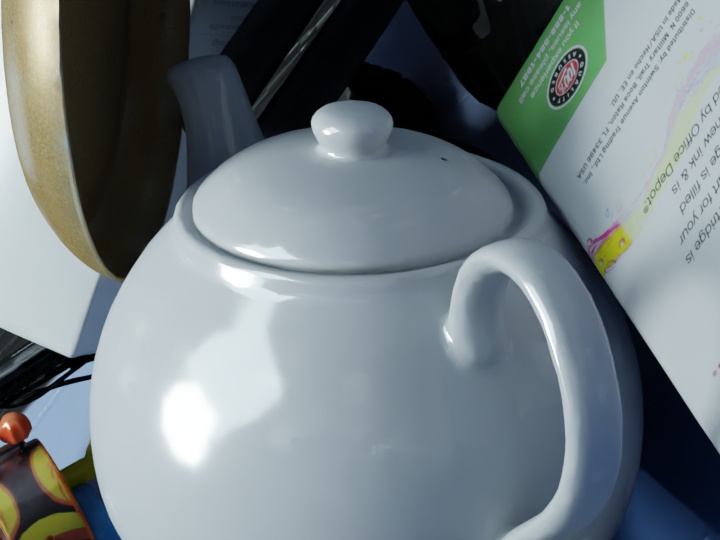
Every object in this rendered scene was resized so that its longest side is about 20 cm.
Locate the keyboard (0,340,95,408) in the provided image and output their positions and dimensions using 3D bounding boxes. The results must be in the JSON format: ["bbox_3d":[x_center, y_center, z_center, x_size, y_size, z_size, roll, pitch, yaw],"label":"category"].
[{"bbox_3d":[-0.132,0.042,1.119,0.200,0.040,0.104,-32,4,8],"label":"keyboard"}]

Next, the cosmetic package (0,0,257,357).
[{"bbox_3d":[-0.118,-0.076,1.015,0.113,0.081,0.200,25,103,15],"label":"cosmetic package"}]

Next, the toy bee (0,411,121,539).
[{"bbox_3d":[-0.143,0.105,1.117,0.131,0.109,0.200,-37,23,-33],"label":"toy bee"}]

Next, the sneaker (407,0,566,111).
[{"bbox_3d":[0.089,-0.127,0.919,0.115,0.076,0.200,-34,-2,-14],"label":"sneaker"}]

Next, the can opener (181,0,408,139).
[{"bbox_3d":[-0.015,-0.103,1.003,0.200,0.053,0.067,-59,4,-39],"label":"can opener"}]

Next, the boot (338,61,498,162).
[{"bbox_3d":[0.000,0.000,0.996,0.131,0.068,0.200,-68,23,16],"label":"boot"}]

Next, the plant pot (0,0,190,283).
[{"bbox_3d":[-0.091,-0.096,0.857,0.200,0.027,0.200,2,-90,-83],"label":"plant pot"}]

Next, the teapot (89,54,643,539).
[{"bbox_3d":[0.003,0.017,0.799,0.197,0.200,0.146,-55,-32,-60],"label":"teapot"}]

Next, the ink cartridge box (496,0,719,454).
[{"bbox_3d":[0.140,-0.044,0.757,0.145,0.084,0.200,-59,33,22],"label":"ink cartridge box"}]
